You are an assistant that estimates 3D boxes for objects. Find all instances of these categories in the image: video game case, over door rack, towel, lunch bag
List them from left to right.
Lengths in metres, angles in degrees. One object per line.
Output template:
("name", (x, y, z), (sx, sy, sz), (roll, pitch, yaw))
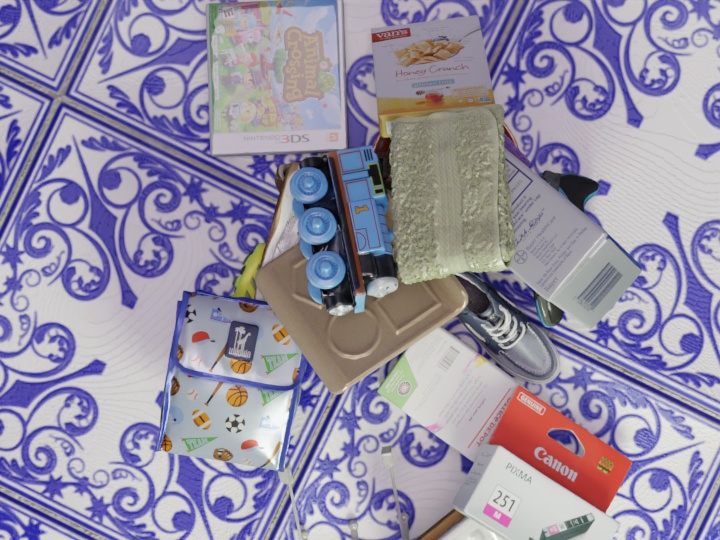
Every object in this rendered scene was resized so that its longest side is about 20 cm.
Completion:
("lunch bag", (-0.155, 0.130, 1.652), (0.169, 0.124, 0.201), (11, 105, -7))
("video game case", (-0.109, -0.252, 1.764), (0.181, 0.022, 0.201), (-2, 90, 2))
("over door rack", (-0.013, 0.317, 1.727), (0.147, 0.067, 0.201), (-10, 110, 2))
("towel", (0.100, -0.089, 1.535), (0.148, 0.036, 0.201), (-9, 73, 24))

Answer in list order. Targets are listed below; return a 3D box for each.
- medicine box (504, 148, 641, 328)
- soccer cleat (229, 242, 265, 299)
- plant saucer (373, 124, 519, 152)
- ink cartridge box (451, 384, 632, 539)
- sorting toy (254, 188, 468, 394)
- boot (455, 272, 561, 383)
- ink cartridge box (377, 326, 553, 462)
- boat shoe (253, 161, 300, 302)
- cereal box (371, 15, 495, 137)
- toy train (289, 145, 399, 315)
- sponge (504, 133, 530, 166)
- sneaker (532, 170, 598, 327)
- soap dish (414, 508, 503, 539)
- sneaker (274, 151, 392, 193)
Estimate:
("medicine box", (0.211, -0.044, 1.596), (0.103, 0.182, 0.200), (-49, 64, 7))
("soccer cleat", (-0.134, 0.065, 1.743), (0.083, 0.065, 0.201), (14, 94, 3))
("plant saucer", (0.110, -0.125, 1.749), (0.199, 0.032, 0.201), (0, 90, 2))
("ink cartridge box", (0.236, 0.266, 1.666), (0.200, 0.044, 0.174), (34, 79, -16))
("sorting toy", (0.001, 0.025, 1.613), (0.200, 0.036, 0.185), (-35, 71, -5))
("boot", (0.175, 0.073, 1.715), (0.200, 0.090, 0.073), (40, 91, 2))
("ink cartridge box", (0.135, 0.166, 1.728), (0.200, 0.067, 0.117), (36, 90, 3))
("boat shoe", (-0.083, -0.030, 1.668), (0.069, 0.071, 0.201), (16, 103, -6))
("cereal box", (0.088, -0.244, 1.682), (0.143, 0.200, 0.040), (-7, 132, 2))
("toy train", (-0.016, -0.047, 1.577), (0.114, 0.087, 0.201), (-11, 70, -3))
("sponge", (0.114, -0.097, 1.691), (0.200, 0.030, 0.112), (-49, 123, 1))
("sneaker", (0.261, -0.026, 1.721), (0.082, 0.073, 0.201), (4, 90, 4))
("soap dish", (0.131, 0.379, 1.688), (0.200, 0.081, 0.158), (-36, 100, -18))
("sneaker", (-0.011, -0.116, 1.697), (0.199, 0.076, 0.071), (-9, 69, 14))
